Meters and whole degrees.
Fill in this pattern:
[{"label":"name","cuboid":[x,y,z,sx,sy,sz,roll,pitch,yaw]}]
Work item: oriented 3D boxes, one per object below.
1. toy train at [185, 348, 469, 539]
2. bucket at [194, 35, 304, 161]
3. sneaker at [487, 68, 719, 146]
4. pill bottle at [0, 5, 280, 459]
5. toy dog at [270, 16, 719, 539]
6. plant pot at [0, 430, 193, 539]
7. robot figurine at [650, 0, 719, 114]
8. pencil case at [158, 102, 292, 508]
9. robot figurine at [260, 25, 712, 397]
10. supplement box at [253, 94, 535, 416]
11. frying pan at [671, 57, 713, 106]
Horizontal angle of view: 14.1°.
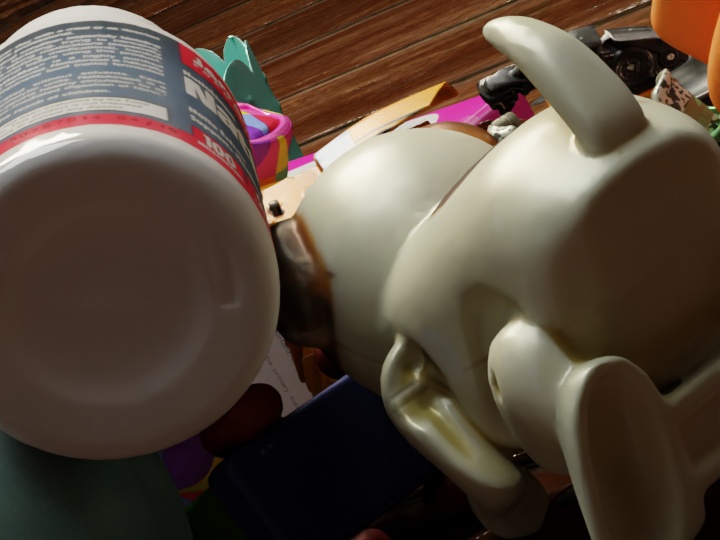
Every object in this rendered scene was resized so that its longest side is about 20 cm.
[{"label":"toy train","cuboid":[-0.001,0.072,1.151,0.200,0.085,0.116,-33,-6,-45]},{"label":"bucket","cuboid":[-0.110,-0.022,1.589,0.207,0.135,0.207,-29,14,8]},{"label":"sneaker","cuboid":[0.135,-0.033,1.116,0.200,0.089,0.077,-6,24,3]},{"label":"pill bottle","cuboid":[-0.095,-0.026,1.057,0.120,0.120,0.200,-29,23,5]},{"label":"toy dog","cuboid":[0.048,0.007,1.024,0.140,0.194,0.200,-45,26,-22]},{"label":"plant pot","cuboid":[-0.143,0.119,1.064,0.134,0.200,0.200,-6,-3,-33]},{"label":"robot figurine","cuboid":[0.205,-0.082,1.056,0.144,0.200,0.117,-24,-43,-65]},{"label":"pencil case","cuboid":[-0.082,0.020,1.227,0.088,0.200,0.088,7,18,-2]},{"label":"robot figurine","cuboid":[0.056,-0.027,1.192,0.200,0.145,0.058,-24,38,-10]},{"label":"supplement box","cuboid":[0.000,0.000,1.337,0.200,0.103,0.101,-18,17,47]},{"label":"frying pan","cuboid":[0.196,-0.111,1.484,0.190,0.031,0.115,-34,13,-32]}]
